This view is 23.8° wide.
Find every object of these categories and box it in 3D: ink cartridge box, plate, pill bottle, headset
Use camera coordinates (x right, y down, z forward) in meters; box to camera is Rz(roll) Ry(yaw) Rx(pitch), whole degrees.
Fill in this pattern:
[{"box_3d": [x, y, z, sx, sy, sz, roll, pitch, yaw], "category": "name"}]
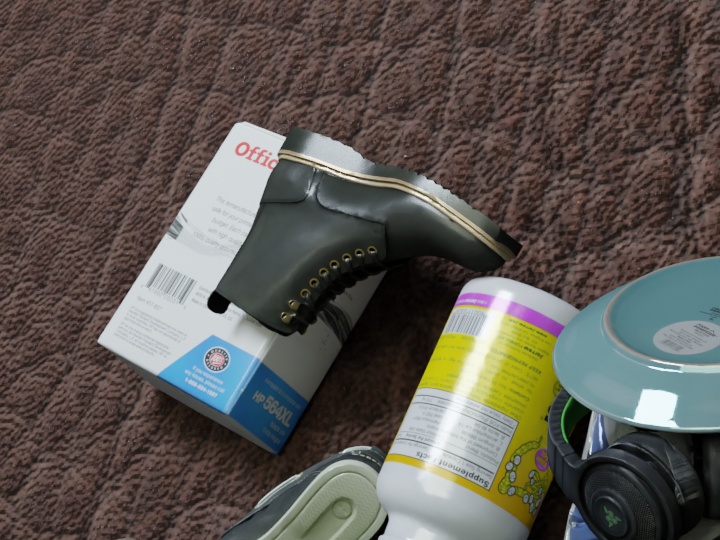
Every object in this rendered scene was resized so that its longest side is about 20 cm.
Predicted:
[{"box_3d": [-0.076, 0.009, 1.256, 0.145, 0.084, 0.201, 24, 76, 38], "category": "ink cartridge box"}, {"box_3d": [0.208, 0.031, 0.984, 0.198, 0.026, 0.201, -9, 25, 4], "category": "plate"}, {"box_3d": [0.075, 0.113, 1.090, 0.103, 0.104, 0.202, 14, 72, 36], "category": "pill bottle"}, {"box_3d": [0.181, 0.103, 0.931, 0.122, 0.095, 0.200, -15, 36, -17], "category": "headset"}]

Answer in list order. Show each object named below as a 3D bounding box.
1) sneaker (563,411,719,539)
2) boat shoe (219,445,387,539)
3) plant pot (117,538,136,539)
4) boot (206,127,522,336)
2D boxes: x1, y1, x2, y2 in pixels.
[{"box_3d": [0.185, 0.137, 1.023, 0.114, 0.081, 0.200, 14, 43, 8], "category": "sneaker"}, {"box_3d": [-0.057, 0.192, 1.165, 0.200, 0.072, 0.068, -40, 11, 14], "category": "boat shoe"}, {"box_3d": [-0.095, 0.284, 1.054, 0.171, 0.200, 0.202, 12, 69, 15], "category": "plant pot"}, {"box_3d": [0.000, 0.000, 1.139, 0.199, 0.077, 0.139, 23, 80, 40], "category": "boot"}]
